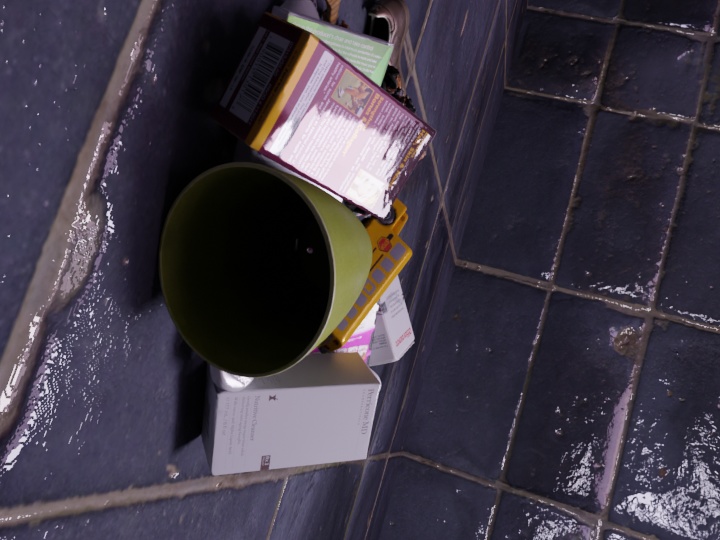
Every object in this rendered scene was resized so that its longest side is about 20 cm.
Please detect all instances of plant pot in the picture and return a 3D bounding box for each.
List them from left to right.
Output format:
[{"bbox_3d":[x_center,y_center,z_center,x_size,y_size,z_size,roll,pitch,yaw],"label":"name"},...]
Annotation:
[{"bbox_3d":[-0.065,-0.010,0.689,0.199,0.184,0.191,-15,120,-65],"label":"plant pot"}]

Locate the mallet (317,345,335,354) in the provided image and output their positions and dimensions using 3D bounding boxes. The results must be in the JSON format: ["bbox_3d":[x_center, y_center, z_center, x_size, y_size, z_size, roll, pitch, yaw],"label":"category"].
[{"bbox_3d":[-0.047,0.086,0.903,0.066,0.201,0.041,-39,-172,11],"label":"mallet"}]

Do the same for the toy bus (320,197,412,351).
[{"bbox_3d":[0.000,0.000,0.873,0.201,0.078,0.065,-51,-174,-26],"label":"toy bus"}]

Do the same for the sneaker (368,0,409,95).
[{"bbox_3d":[0.027,-0.319,1.069,0.075,0.070,0.203,-30,133,-43],"label":"sneaker"}]

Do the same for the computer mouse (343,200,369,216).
[{"bbox_3d":[-0.006,-0.117,0.890,0.200,0.043,0.112,91,-2,-80],"label":"computer mouse"}]

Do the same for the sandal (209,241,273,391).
[{"bbox_3d":[-0.144,0.026,0.748,0.082,0.049,0.207,24,67,-51],"label":"sandal"}]

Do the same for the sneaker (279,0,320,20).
[{"bbox_3d":[-0.063,-0.213,0.790,0.202,0.075,0.081,91,11,-46],"label":"sneaker"}]

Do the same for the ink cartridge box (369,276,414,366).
[{"bbox_3d":[0.016,0.046,1.148,0.144,0.082,0.204,-24,99,-72],"label":"ink cartridge box"}]

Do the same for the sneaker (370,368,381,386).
[{"bbox_3d":[-0.052,0.173,0.944,0.077,0.197,0.105,-67,-154,24],"label":"sneaker"}]

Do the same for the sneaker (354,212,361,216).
[{"bbox_3d":[0.021,-0.151,1.074,0.109,0.067,0.201,61,32,-8],"label":"sneaker"}]

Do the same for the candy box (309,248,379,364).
[{"bbox_3d":[-0.045,0.064,1.006,0.134,0.061,0.204,-4,115,-31],"label":"candy box"}]

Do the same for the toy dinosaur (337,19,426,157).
[{"bbox_3d":[0.018,-0.236,0.911,0.103,0.200,0.135,-53,165,21],"label":"toy dinosaur"}]

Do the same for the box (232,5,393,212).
[{"bbox_3d":[-0.055,-0.161,0.731,0.143,0.036,0.203,0,119,-42],"label":"box"}]

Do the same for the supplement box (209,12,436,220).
[{"bbox_3d":[-0.031,-0.144,0.673,0.199,0.085,0.111,24,101,-47],"label":"supplement box"}]

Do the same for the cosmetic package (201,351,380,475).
[{"bbox_3d":[-0.085,0.167,0.819,0.081,0.196,0.115,-132,-134,-59],"label":"cosmetic package"}]

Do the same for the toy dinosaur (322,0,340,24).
[{"bbox_3d":[-0.039,-0.340,0.769,0.200,0.059,0.108,30,77,-75],"label":"toy dinosaur"}]
